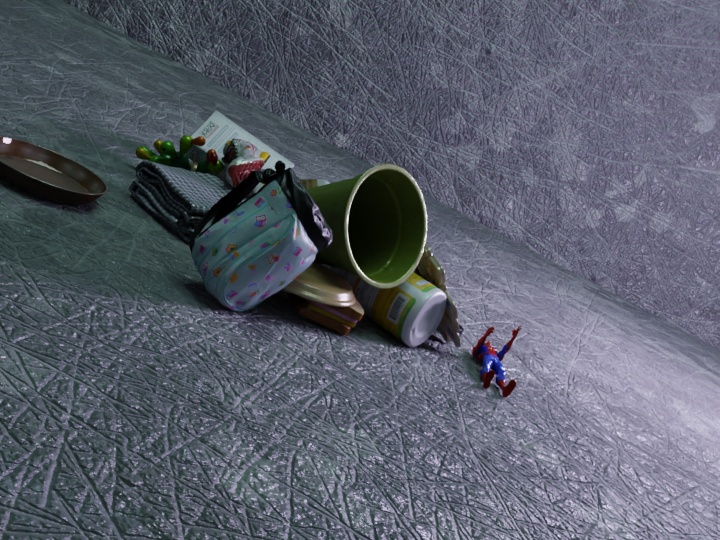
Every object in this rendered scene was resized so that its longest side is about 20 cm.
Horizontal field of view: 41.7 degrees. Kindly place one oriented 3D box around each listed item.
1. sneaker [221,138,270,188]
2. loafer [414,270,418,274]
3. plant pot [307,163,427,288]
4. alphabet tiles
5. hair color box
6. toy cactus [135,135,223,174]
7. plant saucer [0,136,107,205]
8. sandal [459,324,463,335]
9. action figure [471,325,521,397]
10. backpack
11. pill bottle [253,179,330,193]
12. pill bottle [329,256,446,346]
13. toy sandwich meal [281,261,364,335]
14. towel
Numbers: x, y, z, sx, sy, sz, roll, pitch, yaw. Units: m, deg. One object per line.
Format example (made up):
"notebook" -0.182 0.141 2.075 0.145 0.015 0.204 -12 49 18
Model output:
"sneaker" -0.231 -0.201 1.781 0.082 0.078 0.200 34 11 -7
"loafer" 0.067 -0.008 1.742 0.068 0.071 0.201 -15 60 -45
"plant pot" -0.021 -0.077 1.588 0.189 0.202 0.199 5 -6 45
"alphabet tiles" 0.135 0.038 1.719 0.201 0.015 0.196 78 -15 -46
"hair color box" -0.245 -0.224 1.918 0.199 0.099 0.061 35 -30 4
"toy cactus" -0.343 -0.199 1.857 0.198 0.103 0.165 1 -20 19
"plant saucer" -0.500 -0.153 1.493 0.199 0.035 0.200 26 13 -7
"sandal" 0.149 0.071 1.892 0.076 0.043 0.200 17 16 -37
"action figure" 0.248 0.144 1.692 0.065 0.099 0.200 26 10 -7
"backpack" -0.147 -0.039 1.371 0.127 0.199 0.167 53 -4 36
"pill bottle" -0.099 -0.112 1.758 0.198 0.115 0.114 -2 17 -6
"pill bottle" 0.043 0.036 1.657 0.199 0.112 0.111 34 15 28
"toy sandwich meal" -0.094 0.033 1.514 0.204 0.071 0.205 22 13 -5
"towel" -0.288 -0.118 1.665 0.200 0.086 0.165 37 17 37
